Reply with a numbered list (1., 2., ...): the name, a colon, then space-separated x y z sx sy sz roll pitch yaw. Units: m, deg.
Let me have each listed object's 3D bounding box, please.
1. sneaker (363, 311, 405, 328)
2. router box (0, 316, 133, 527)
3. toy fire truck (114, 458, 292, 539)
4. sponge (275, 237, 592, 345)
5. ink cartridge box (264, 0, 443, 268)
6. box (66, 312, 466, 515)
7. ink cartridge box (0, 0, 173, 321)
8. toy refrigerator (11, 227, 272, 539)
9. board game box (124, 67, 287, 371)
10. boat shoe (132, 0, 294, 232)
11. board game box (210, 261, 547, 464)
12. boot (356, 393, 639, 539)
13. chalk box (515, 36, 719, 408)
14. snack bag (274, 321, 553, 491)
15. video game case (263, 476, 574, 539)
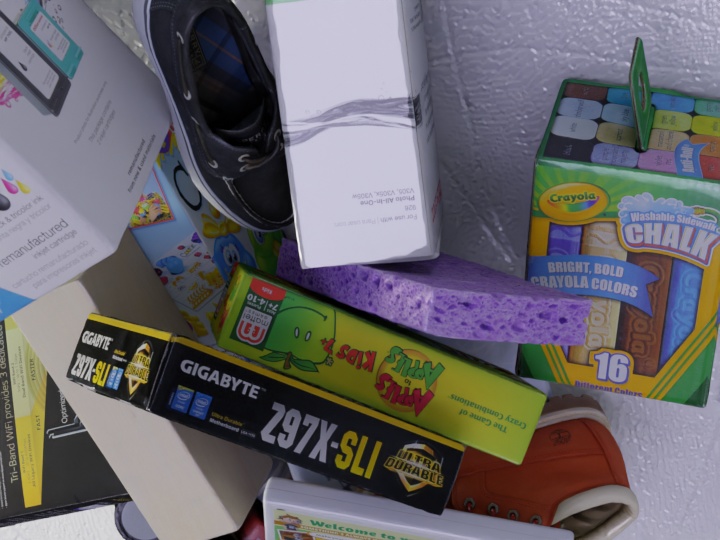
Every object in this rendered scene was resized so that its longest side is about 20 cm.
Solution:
1. sneaker: 0.000 0.000 1.115 0.080 0.084 0.202 5 119 13
2. router box: -0.227 0.075 1.180 0.156 0.052 0.202 -13 78 23
3. toy fire truck: -0.066 0.148 1.211 0.176 0.129 0.200 41 94 -12
4. sponge: 0.039 0.010 0.992 0.110 0.200 0.030 4 98 -28
5. ink cartridge box: -0.002 -0.114 0.983 0.083 0.146 0.203 -6 101 6
6. box: -0.059 0.084 0.980 0.198 0.159 0.050 23 84 -25
7. ink cartridge box: -0.236 -0.094 0.947 0.146 0.147 0.200 -28 120 32
8. toy refrigerator: -0.144 0.080 1.085 0.069 0.076 0.201 -20 112 27
9. board game box: -0.128 -0.026 1.126 0.104 0.103 0.201 -18 112 27
10. boat shoe: -0.076 -0.090 0.968 0.068 0.057 0.201 -37 134 -13
11. board game box: 0.008 0.056 1.023 0.198 0.102 0.048 22 91 -9
12. boot: 0.088 0.160 1.105 0.198 0.108 0.075 -20 132 -2
13. chalk box: 0.172 -0.039 1.018 0.122 0.125 0.202 10 122 11
14. snack bag: 0.045 0.110 1.137 0.198 0.021 0.190 -23 124 -5
15. video game case: 0.034 0.205 1.104 0.198 0.022 0.183 10 145 5
